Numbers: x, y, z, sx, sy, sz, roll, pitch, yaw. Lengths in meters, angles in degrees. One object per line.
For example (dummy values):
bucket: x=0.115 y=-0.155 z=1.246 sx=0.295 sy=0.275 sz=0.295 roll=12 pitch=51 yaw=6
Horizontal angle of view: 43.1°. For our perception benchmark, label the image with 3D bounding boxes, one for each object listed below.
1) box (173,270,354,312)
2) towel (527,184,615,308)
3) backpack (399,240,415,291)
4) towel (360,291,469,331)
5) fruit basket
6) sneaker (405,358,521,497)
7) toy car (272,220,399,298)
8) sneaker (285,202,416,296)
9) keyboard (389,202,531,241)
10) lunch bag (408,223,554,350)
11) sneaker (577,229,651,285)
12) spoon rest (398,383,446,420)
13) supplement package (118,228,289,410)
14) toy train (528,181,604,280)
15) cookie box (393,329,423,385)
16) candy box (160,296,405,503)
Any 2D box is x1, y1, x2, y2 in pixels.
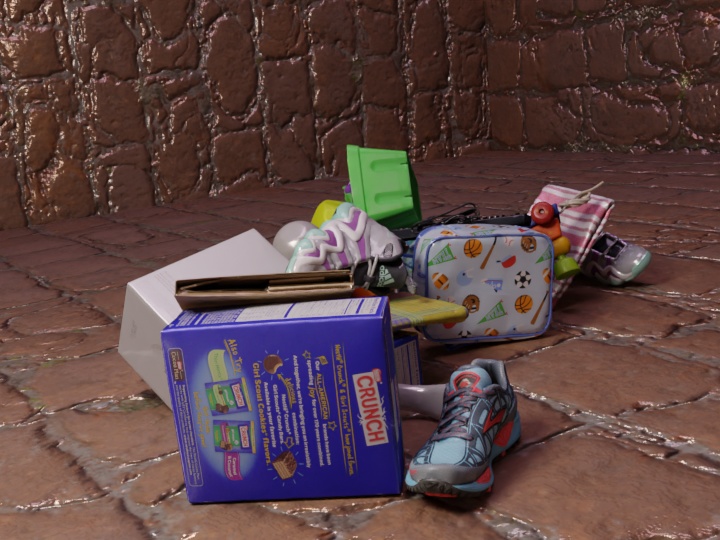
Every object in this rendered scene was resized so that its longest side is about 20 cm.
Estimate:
box: x=-0.097 y=0.033 z=0.910 sx=0.161 sy=0.022 sz=0.200 roll=-3 pitch=-11 yaw=-7
towel: x=0.291 y=-0.042 z=1.409 sx=0.030 sy=0.201 sz=0.146 roll=37 pitch=-8 yaw=-36
backpack: x=0.125 y=-0.001 z=1.408 sx=0.161 sy=0.155 sz=0.200 roll=-3 pitch=23 yaw=-7
towel: x=0.015 y=0.056 z=1.075 sx=0.198 sy=0.023 sz=0.143 roll=-9 pitch=13 yaw=-31
fruit basket: x=-0.007 y=-0.096 z=1.443 sx=0.213 sy=0.157 sz=0.216 roll=-6 pitch=-13 yaw=-1
sneaker: x=0.090 y=0.136 z=0.835 sx=0.078 sy=0.097 sz=0.200 roll=-1 pitch=13 yaw=23
toy car: x=-0.043 y=0.027 z=1.342 sx=0.198 sy=0.176 sz=0.151 roll=0 pitch=49 yaw=22
sneaker: x=0.000 y=0.000 z=1.083 sx=0.139 sy=0.078 sz=0.200 roll=27 pitch=41 yaw=10
keyboard: x=0.139 y=-0.071 z=1.279 sx=0.198 sy=0.040 sz=0.104 roll=-8 pitch=-2 yaw=10
lunch bag: x=0.157 y=0.022 z=1.207 sx=0.198 sy=0.162 sz=0.076 roll=-2 pitch=13 yaw=-14
sneaker: x=0.366 y=-0.052 z=1.470 sx=0.078 sy=0.140 sz=0.199 roll=-47 pitch=21 yaw=-18
spoon rest: x=-0.001 y=0.128 z=0.930 sx=0.198 sy=0.101 sz=0.060 roll=11 pitch=-7 yaw=-30
supplement package: x=-0.174 y=0.057 z=1.110 sx=0.120 sy=0.122 sz=0.199 roll=40 pitch=44 yaw=23
toy train: x=0.290 y=-0.040 z=1.335 sx=0.198 sy=0.117 sz=0.085 roll=-26 pitch=-21 yaw=9
cookie box: x=-0.054 y=0.119 z=1.034 sx=0.170 sy=0.076 sz=0.199 roll=5 pitch=15 yaw=40
candy box: x=-0.064 y=0.116 z=0.824 sx=0.198 sy=0.171 sz=0.077 roll=-3 pitch=15 yaw=9
